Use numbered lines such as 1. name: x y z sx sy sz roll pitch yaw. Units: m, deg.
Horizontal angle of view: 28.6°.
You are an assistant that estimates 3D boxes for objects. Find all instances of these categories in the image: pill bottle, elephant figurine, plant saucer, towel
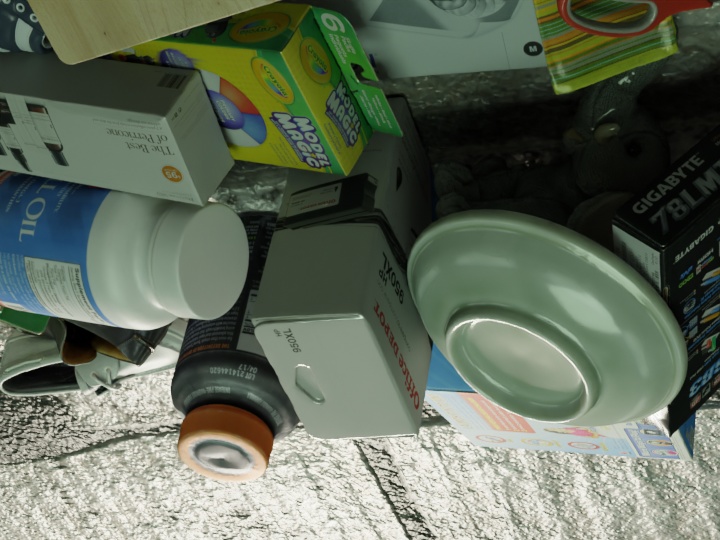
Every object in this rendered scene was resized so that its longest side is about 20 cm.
1. pill bottle: -0.088 0.063 1.109 0.105 0.202 0.107 7 141 6
2. elephant figurine: 0.162 -0.052 0.979 0.198 0.143 0.155 -26 160 17
3. pill bottle: -0.183 -0.017 1.037 0.198 0.113 0.113 6 144 32
4. plant saucer: 0.112 0.047 0.922 0.198 0.050 0.201 23 147 16
5. towel: 0.135 -0.198 0.831 0.085 0.018 0.201 -23 130 -2

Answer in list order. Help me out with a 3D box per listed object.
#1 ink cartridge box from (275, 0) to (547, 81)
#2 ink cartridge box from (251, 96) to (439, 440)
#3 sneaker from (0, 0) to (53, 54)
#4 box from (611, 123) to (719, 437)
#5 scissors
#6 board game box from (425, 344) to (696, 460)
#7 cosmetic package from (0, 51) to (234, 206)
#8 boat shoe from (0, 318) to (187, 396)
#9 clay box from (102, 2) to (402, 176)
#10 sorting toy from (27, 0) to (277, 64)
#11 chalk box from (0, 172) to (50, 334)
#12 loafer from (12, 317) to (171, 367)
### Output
1. ink cartridge box: 0.023 -0.205 0.883 0.197 0.041 0.201 -2 139 17
2. ink cartridge box: 0.000 0.000 1.010 0.083 0.202 0.145 -4 140 19
3. sneaker: -0.252 -0.215 0.913 0.107 0.071 0.201 9 148 11
4. box: 0.253 -0.016 0.946 0.050 0.199 0.200 37 157 34
5. scissors: 0.215 -0.167 0.859 0.198 0.014 0.074 6 124 -18
6. board game box: 0.164 0.100 1.143 0.193 0.057 0.200 2 161 20
7. cosmetic package: -0.191 -0.102 0.980 0.198 0.051 0.083 11 143 28
8. boat shoe: -0.239 0.082 1.274 0.197 0.069 0.072 0 140 14
9. clay box: -0.077 -0.125 0.950 0.198 0.048 0.115 12 147 36
10. sorting toy: -0.128 -0.245 0.820 0.197 0.070 0.201 -11 120 25
11. chalk box: -0.340 -0.012 1.142 0.199 0.125 0.124 30 138 -20
12. loafer: -0.244 0.045 1.212 0.198 0.073 0.073 -5 145 41
